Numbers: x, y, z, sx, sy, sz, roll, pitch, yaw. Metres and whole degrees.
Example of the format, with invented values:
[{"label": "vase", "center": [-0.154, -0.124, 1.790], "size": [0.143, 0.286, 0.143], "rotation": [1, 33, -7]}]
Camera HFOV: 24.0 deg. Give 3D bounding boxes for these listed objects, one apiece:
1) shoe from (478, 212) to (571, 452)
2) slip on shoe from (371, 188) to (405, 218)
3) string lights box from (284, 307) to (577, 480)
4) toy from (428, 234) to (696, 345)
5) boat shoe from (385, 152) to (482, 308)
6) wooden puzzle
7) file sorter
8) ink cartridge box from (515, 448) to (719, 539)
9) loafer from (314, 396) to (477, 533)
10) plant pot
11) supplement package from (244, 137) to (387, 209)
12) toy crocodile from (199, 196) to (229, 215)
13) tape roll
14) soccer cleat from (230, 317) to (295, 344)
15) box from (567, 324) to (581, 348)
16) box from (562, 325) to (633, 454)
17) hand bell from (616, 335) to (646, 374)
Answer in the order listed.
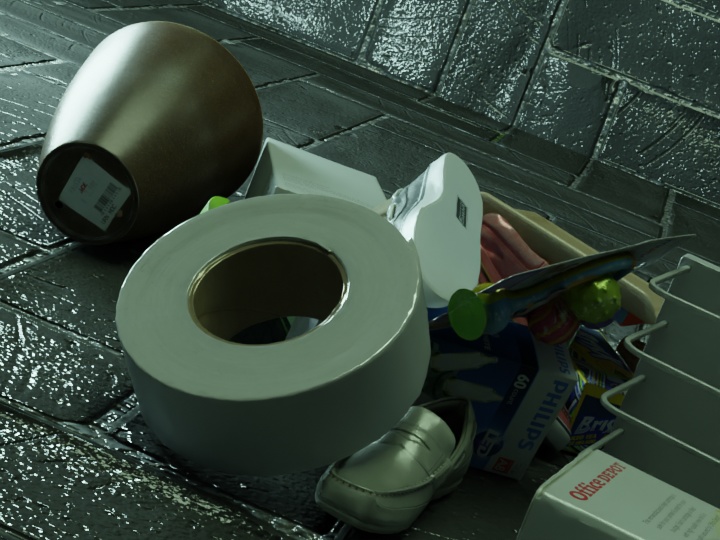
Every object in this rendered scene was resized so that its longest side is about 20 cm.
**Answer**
[{"label": "shoe", "center": [0.129, 0.050, 1.336], "size": [0.200, 0.091, 0.071], "rotation": [51, -11, -25]}, {"label": "slip on shoe", "center": [0.000, 0.000, 1.380], "size": [0.061, 0.200, 0.076], "rotation": [60, -3, 34]}, {"label": "string lights box", "center": [0.046, 0.076, 1.246], "size": [0.200, 0.103, 0.059], "rotation": [17, 30, -15]}, {"label": "toy", "center": [0.144, 0.025, 1.204], "size": [0.200, 0.115, 0.047], "rotation": [-7, 73, -41]}, {"label": "boat shoe", "center": [0.043, -0.022, 1.251], "size": [0.072, 0.068, 0.200], "rotation": [51, 23, -19]}, {"label": "wooden puzzle", "center": [0.190, 0.000, 1.443], "size": [0.185, 0.037, 0.200], "rotation": [34, 7, 22]}, {"label": "file sorter", "center": [0.244, 0.113, 1.221], "size": [0.139, 0.200, 0.124], "rotation": [26, 18, 22]}, {"label": "ink cartridge box", "center": [0.200, 0.199, 1.044], "size": [0.200, 0.088, 0.145], "rotation": [27, 14, 18]}, {"label": "loafer", "center": [0.027, 0.123, 1.119], "size": [0.070, 0.070, 0.200], "rotation": [24, 14, 15]}, {"label": "plant pot", "center": [-0.203, -0.103, 1.499], "size": [0.187, 0.187, 0.200], "rotation": [22, 27, 4]}, {"label": "supplement package", "center": [-0.046, -0.029, 1.515], "size": [0.117, 0.117, 0.200], "rotation": [18, 14, -11]}, {"label": "toy crocodile", "center": [-0.035, 0.006, 1.279], "size": [0.200, 0.068, 0.062], "rotation": [20, 40, -2]}, {"label": "tape roll", "center": [-0.055, 0.038, 1.106], "size": [0.202, 0.071, 0.203], "rotation": [-5, 40, 5]}, {"label": "soccer cleat", "center": [-0.040, 0.037, 1.337], "size": [0.200, 0.081, 0.068], "rotation": [16, 14, -20]}, {"label": "box", "center": [0.143, 0.047, 1.496], "size": [0.048, 0.118, 0.200], "rotation": [24, 12, -15]}, {"label": "box", "center": [0.191, 0.100, 1.475], "size": [0.070, 0.064, 0.200], "rotation": [18, 13, -12]}, {"label": "hand bell", "center": [0.290, 0.119, 1.380], "size": [0.200, 0.104, 0.104], "rotation": [38, 19, 21]}]
